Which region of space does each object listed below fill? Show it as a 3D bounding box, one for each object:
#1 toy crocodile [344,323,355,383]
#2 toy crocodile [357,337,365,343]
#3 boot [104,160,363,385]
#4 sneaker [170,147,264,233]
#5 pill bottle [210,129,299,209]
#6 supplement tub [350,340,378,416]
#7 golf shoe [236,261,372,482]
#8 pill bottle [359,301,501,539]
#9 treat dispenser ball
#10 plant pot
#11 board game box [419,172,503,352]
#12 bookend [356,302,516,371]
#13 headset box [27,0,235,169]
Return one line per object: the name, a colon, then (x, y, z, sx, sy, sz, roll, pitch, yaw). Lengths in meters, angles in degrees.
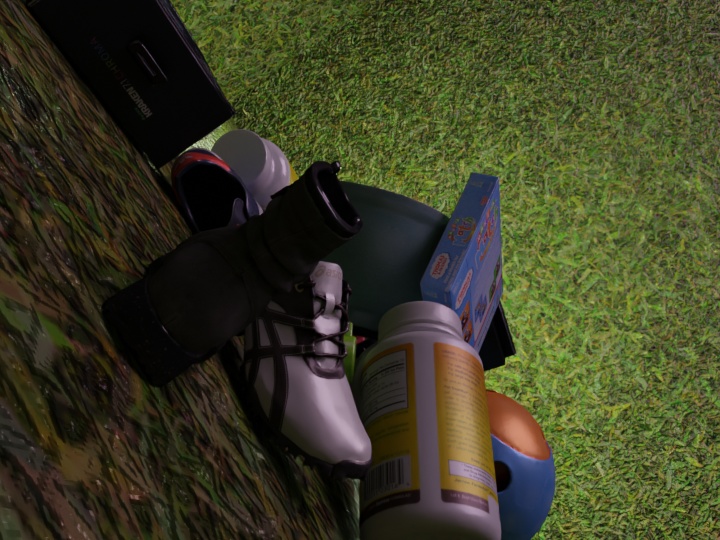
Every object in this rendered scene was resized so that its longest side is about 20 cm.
toy crocodile: (-0.039, 0.082, 0.656, 0.200, 0.066, 0.063, -109, -157, -86)
toy crocodile: (-0.016, 0.097, 1.112, 0.204, 0.066, 0.062, 69, -16, -4)
boot: (-0.057, -0.007, 0.424, 0.070, 0.130, 0.200, 55, 0, -12)
sneaker: (-0.108, -0.027, 0.695, 0.200, 0.075, 0.085, 48, 0, -11)
pill bottle: (-0.143, -0.119, 1.045, 0.112, 0.110, 0.200, 57, -1, 17)
supplement tub: (0.036, 0.140, 0.787, 0.124, 0.121, 0.200, 57, -11, 8)
golf shoe: (-0.040, 0.044, 0.506, 0.077, 0.095, 0.201, 13, 36, -54)
pill bottle: (0.052, 0.129, 0.606, 0.110, 0.107, 0.203, 57, 26, -45)
treat dispenser ball: (0.140, 0.248, 0.912, 0.203, 0.199, 0.201, 57, 0, 0)
plant pot: (0.000, 0.000, 0.812, 0.196, 0.137, 0.200, 13, -9, 2)
board game box: (0.117, 0.019, 0.809, 0.036, 0.153, 0.202, 15, -33, 22)
bookend: (0.109, 0.111, 1.019, 0.200, 0.195, 0.094, -3, 75, -78)
headset box: (-0.214, -0.217, 0.690, 0.175, 0.092, 0.201, 57, 1, -36)
